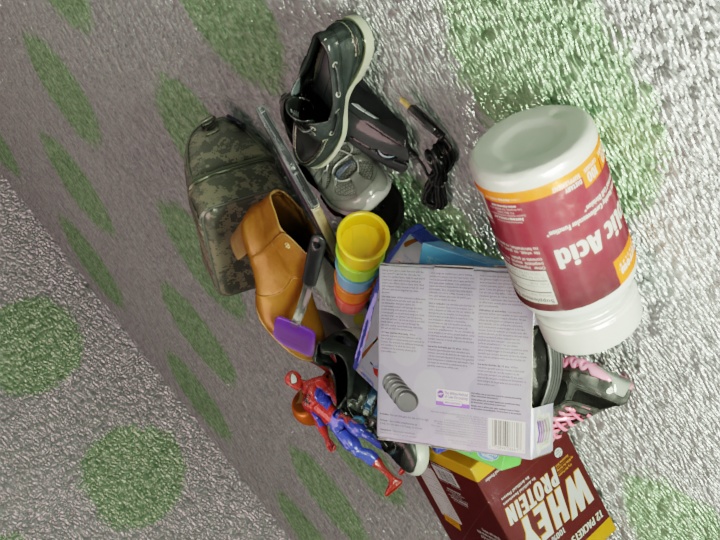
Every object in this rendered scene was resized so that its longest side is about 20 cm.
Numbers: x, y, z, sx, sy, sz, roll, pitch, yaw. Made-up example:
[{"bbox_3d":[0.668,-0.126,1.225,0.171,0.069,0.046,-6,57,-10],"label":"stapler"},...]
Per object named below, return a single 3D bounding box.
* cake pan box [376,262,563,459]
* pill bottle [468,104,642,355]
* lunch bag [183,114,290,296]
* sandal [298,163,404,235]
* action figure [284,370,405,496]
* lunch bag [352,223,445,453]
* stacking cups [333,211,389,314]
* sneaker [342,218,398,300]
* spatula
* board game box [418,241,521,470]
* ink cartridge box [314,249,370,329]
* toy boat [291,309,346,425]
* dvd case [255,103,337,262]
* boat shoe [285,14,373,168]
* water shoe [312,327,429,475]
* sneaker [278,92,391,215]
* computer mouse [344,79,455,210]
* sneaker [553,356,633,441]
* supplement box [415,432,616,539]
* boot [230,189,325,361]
[{"bbox_3d":[0.107,0.086,1.329,0.198,0.052,0.187,1,95,36],"label":"cake pan box"},{"bbox_3d":[0.177,-0.032,1.152,0.114,0.114,0.202,26,147,53],"label":"pill bottle"},{"bbox_3d":[-0.173,-0.095,1.827,0.201,0.138,0.169,82,163,-50],"label":"lunch bag"},{"bbox_3d":[-0.022,-0.098,1.558,0.045,0.076,0.200,10,-157,-47],"label":"sandal"},{"bbox_3d":[-0.022,0.195,1.658,0.200,0.051,0.066,42,129,19],"label":"action figure"},{"bbox_3d":[0.096,0.070,1.494,0.170,0.123,0.202,40,134,34],"label":"lunch bag"},{"bbox_3d":[0.000,0.000,1.522,0.061,0.060,0.200,47,164,16],"label":"stacking cups"},{"bbox_3d":[0.030,0.005,1.642,0.073,0.071,0.201,-118,3,-53],"label":"sneaker"},{"bbox_3d":[-0.066,0.030,1.557,0.056,0.021,0.202,22,131,7],"label":"spatula"},{"bbox_3d":[0.116,0.086,1.378,0.152,0.040,0.203,18,103,34],"label":"board game box"},{"bbox_3d":[-0.015,0.041,1.740,0.201,0.047,0.198,50,-179,3],"label":"ink cartridge box"},{"bbox_3d":[-0.037,0.152,1.743,0.201,0.130,0.131,51,-179,-13],"label":"toy boat"},{"bbox_3d":[-0.066,-0.091,1.549,0.150,0.016,0.200,61,179,23],"label":"dvd case"},{"bbox_3d":[-0.047,-0.181,1.394,0.075,0.066,0.200,54,141,20],"label":"boat shoe"},{"bbox_3d":[0.008,0.167,1.591,0.201,0.078,0.072,60,145,19],"label":"water shoe"},{"bbox_3d":[-0.040,-0.133,1.497,0.200,0.075,0.082,44,177,42],"label":"sneaker"},{"bbox_3d":[0.022,-0.153,1.407,0.200,0.046,0.141,49,162,14],"label":"computer mouse"},{"bbox_3d":[0.206,0.144,1.367,0.078,0.097,0.199,25,162,-22],"label":"sneaker"},{"bbox_3d":[0.174,0.259,1.624,0.197,0.132,0.202,13,136,62],"label":"supplement box"},{"bbox_3d":[-0.081,0.009,1.599,0.203,0.070,0.144,58,148,0],"label":"boot"}]
